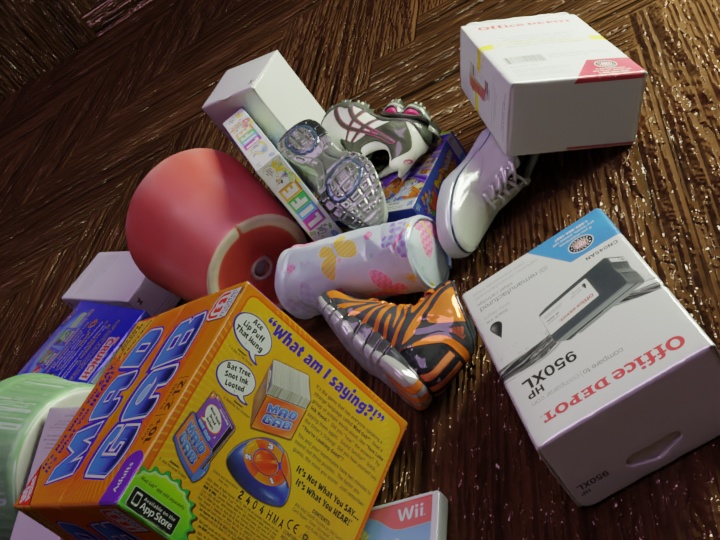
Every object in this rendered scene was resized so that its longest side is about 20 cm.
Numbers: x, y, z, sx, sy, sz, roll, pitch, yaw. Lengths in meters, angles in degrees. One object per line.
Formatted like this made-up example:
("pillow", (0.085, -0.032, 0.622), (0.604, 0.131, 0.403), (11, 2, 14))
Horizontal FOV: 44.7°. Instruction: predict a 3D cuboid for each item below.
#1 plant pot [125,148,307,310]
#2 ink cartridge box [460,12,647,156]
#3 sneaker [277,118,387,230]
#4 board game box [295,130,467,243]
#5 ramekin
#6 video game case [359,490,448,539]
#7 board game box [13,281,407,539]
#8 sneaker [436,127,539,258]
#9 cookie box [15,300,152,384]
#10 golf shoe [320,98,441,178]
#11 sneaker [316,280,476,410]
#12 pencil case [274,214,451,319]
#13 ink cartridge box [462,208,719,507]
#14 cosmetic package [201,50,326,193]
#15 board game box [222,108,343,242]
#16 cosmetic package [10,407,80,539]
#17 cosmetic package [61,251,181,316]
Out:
("plant pot", (-0.167, -0.033, 1.094), (0.200, 0.201, 0.177), (-46, 43, -11))
("ink cartridge box", (0.203, -0.210, 0.966), (0.144, 0.084, 0.200), (-7, 33, -6))
("sneaker", (-0.021, -0.104, 1.045), (0.074, 0.087, 0.200), (-37, 50, -1))
("board game box", (0.023, -0.097, 1.099), (0.199, 0.045, 0.135), (-7, 44, 41))
("ramekin", (-0.323, 0.211, 0.932), (0.097, 0.200, 0.201), (-4, 45, 33))
("video game case", (-0.001, 0.275, 0.678), (0.142, 0.017, 0.201), (-23, 35, 26))
("board game box", (-0.122, 0.164, 0.742), (0.199, 0.200, 0.200), (-18, 36, 48))
("sneaker", (0.143, -0.097, 0.947), (0.071, 0.073, 0.200), (-10, 41, 43))
("cookie box", (-0.366, 0.133, 1.182), (0.199, 0.075, 0.171), (4, 51, 49))
("golf shoe", (0.005, -0.160, 1.085), (0.200, 0.077, 0.088), (6, 60, 50))
("sneaker", (0.043, 0.053, 0.873), (0.112, 0.078, 0.200), (-41, 42, -12))
("pencil case", (0.000, 0.000, 0.962), (0.199, 0.091, 0.084), (-14, 57, 36))
("ink cartridge box", (0.183, 0.061, 0.693), (0.144, 0.084, 0.200), (-34, 32, 10))
("cosmetic package", (-0.106, -0.187, 1.198), (0.107, 0.200, 0.085), (-7, 44, 40))
("board game box", (-0.097, -0.115, 1.074), (0.034, 0.135, 0.200), (-39, 31, 0))
("cosmetic package", (-0.262, 0.242, 0.839), (0.085, 0.107, 0.201), (-8, 64, 38))
("cosmetic package", (-0.347, 0.029, 1.300), (0.199, 0.074, 0.102), (2, 50, 45))
